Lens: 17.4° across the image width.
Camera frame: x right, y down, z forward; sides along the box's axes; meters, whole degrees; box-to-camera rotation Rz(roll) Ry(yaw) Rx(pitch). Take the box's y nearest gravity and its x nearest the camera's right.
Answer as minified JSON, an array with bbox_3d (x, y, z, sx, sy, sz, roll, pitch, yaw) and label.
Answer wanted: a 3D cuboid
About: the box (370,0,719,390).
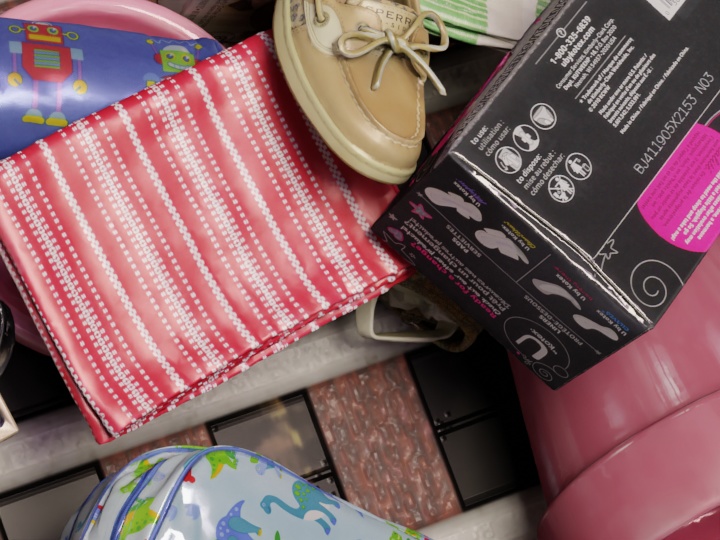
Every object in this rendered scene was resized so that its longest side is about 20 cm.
[{"bbox_3d":[0.121,-0.064,1.164,0.132,0.115,0.200,41,62,-3],"label":"box"}]

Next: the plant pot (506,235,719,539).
[{"bbox_3d":[0.166,0.067,1.265,0.199,0.200,0.180,-15,65,-24],"label":"plant pot"}]

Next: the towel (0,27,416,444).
[{"bbox_3d":[-0.074,-0.023,1.143,0.199,0.022,0.145,-29,94,-25],"label":"towel"}]

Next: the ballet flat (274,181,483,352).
[{"bbox_3d":[0.000,0.000,1.247,0.199,0.070,0.071,21,66,-44],"label":"ballet flat"}]

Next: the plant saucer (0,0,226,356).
[{"bbox_3d":[-0.139,-0.045,1.242,0.199,0.051,0.202,6,74,-21],"label":"plant saucer"}]

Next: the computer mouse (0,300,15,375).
[{"bbox_3d":[-0.278,0.050,1.130,0.199,0.053,0.140,20,83,-15],"label":"computer mouse"}]

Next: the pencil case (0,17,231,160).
[{"bbox_3d":[-0.165,-0.082,1.170,0.198,0.087,0.078,3,53,-22],"label":"pencil case"}]

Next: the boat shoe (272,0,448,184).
[{"bbox_3d":[-0.002,-0.137,1.156,0.073,0.063,0.201,13,52,-43],"label":"boat shoe"}]

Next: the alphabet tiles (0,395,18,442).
[{"bbox_3d":[-0.248,0.087,1.107,0.166,0.008,0.201,-29,97,-16],"label":"alphabet tiles"}]

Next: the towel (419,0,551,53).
[{"bbox_3d":[0.096,-0.183,1.263,0.199,0.023,0.154,12,73,-19],"label":"towel"}]

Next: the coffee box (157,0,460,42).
[{"bbox_3d":[-0.004,-0.179,1.296,0.198,0.113,0.081,-2,77,-21],"label":"coffee box"}]

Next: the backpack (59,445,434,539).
[{"bbox_3d":[-0.049,0.163,1.114,0.199,0.154,0.164,29,71,1],"label":"backpack"}]
